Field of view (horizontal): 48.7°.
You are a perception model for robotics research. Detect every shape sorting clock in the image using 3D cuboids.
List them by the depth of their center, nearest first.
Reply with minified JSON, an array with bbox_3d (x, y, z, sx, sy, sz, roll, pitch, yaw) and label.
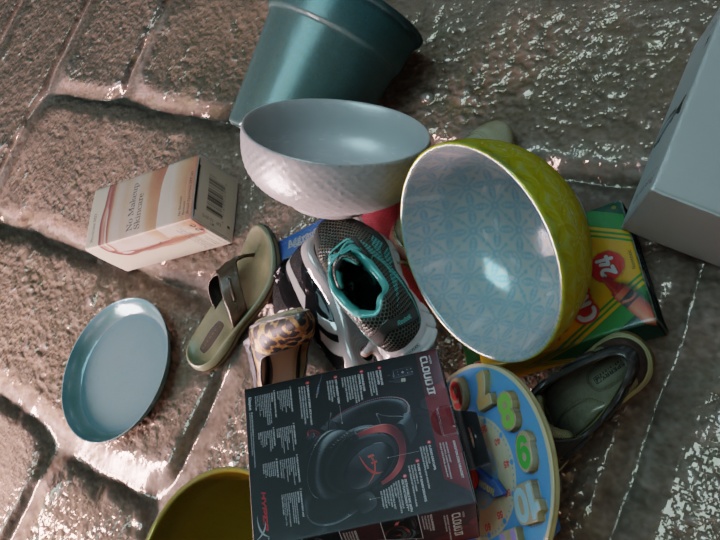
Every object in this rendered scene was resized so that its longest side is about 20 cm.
[{"bbox_3d":[0.105,0.184,0.708,0.200,0.039,0.202,-10,78,60],"label":"shape sorting clock"}]

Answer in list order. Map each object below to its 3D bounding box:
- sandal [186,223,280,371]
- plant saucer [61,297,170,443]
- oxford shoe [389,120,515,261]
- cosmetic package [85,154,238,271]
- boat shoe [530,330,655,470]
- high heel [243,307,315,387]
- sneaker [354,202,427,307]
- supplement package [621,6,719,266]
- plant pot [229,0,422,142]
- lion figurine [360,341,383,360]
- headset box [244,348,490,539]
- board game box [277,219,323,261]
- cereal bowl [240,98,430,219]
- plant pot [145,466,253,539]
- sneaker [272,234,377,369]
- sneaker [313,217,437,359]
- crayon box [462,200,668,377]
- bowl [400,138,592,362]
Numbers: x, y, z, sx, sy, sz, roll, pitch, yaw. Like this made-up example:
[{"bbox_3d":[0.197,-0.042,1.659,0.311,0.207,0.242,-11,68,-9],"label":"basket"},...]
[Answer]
[{"bbox_3d":[-0.164,0.034,0.992,0.080,0.057,0.202,29,90,44],"label":"sandal"},{"bbox_3d":[-0.327,0.136,1.078,0.199,0.027,0.202,-15,60,28],"label":"plant saucer"},{"bbox_3d":[0.108,-0.094,0.833,0.071,0.074,0.200,35,66,7],"label":"oxford shoe"},{"bbox_3d":[-0.276,-0.076,1.103,0.199,0.087,0.104,-14,62,28],"label":"cosmetic package"},{"bbox_3d":[0.169,0.129,0.701,0.073,0.065,0.200,48,113,26],"label":"boat shoe"},{"bbox_3d":[-0.072,0.120,0.829,0.200,0.071,0.144,138,117,-64],"label":"high heel"},{"bbox_3d":[0.034,-0.037,0.863,0.087,0.074,0.201,-35,59,13],"label":"sneaker"},{"bbox_3d":[0.323,-0.118,0.679,0.117,0.117,0.201,23,80,10],"label":"supplement package"},{"bbox_3d":[-0.054,-0.237,0.976,0.200,0.200,0.197,30,95,39],"label":"plant pot"},{"bbox_3d":[0.013,0.168,0.782,0.122,0.072,0.201,35,96,-1],"label":"lion figurine"},{"bbox_3d":[0.008,0.161,0.678,0.198,0.075,0.149,-13,50,1],"label":"headset box"},{"bbox_3d":[-0.008,-0.031,0.945,0.199,0.019,0.104,-26,59,22],"label":"board game box"},{"bbox_3d":[-0.027,-0.111,0.829,0.200,0.199,0.084,32,130,39],"label":"cereal bowl"},{"bbox_3d":[-0.097,0.305,0.770,0.199,0.142,0.202,-14,61,27],"label":"plant pot"},{"bbox_3d":[-0.033,0.071,0.888,0.112,0.073,0.201,-38,70,43],"label":"sneaker"},{"bbox_3d":[0.000,0.000,0.760,0.078,0.091,0.200,-42,46,5],"label":"sneaker"},{"bbox_3d":[0.178,0.028,0.773,0.199,0.051,0.128,-22,58,25],"label":"crayon box"},{"bbox_3d":[0.138,-0.031,0.711,0.107,0.201,0.200,-23,43,-30],"label":"bowl"}]
